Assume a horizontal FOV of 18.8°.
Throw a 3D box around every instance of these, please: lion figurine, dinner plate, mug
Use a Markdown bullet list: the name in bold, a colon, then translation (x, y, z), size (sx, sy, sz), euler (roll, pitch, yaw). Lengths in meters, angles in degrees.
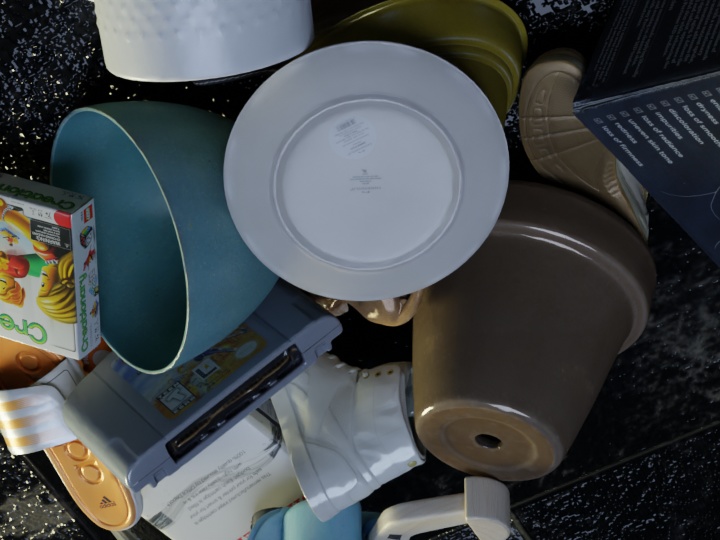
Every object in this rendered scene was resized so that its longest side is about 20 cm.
- **lion figurine**: translation (0.000, 0.000, 1.637), size (0.072, 0.200, 0.123), euler (-3, 107, -24)
- **dinner plate**: translation (0.005, -0.063, 1.499), size (0.199, 0.024, 0.201), euler (-2, 117, -3)
- **mug**: translation (-0.135, -0.235, 1.477), size (0.199, 0.148, 0.176), euler (6, 114, 32)

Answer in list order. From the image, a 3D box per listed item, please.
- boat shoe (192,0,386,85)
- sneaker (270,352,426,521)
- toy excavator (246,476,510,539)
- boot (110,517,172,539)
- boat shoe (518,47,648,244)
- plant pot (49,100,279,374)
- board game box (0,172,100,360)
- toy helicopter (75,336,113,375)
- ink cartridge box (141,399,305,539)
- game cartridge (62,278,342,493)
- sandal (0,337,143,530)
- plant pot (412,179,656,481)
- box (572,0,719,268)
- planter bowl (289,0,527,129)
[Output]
- **boat shoe**: translation (-0.032, -0.161, 1.572), size (0.199, 0.072, 0.065), euler (-16, 122, 4)
- **sneaker**: translation (-0.011, 0.090, 1.698), size (0.115, 0.200, 0.074), euler (-27, 144, 7)
- **toy excavator**: translation (0.008, 0.215, 1.690), size (0.194, 0.100, 0.200), euler (4, 152, -6)
- **boot**: translation (-0.209, 0.264, 1.898), size (0.131, 0.070, 0.200), euler (-25, 120, 23)
- **boat shoe**: translation (0.170, -0.097, 1.627), size (0.073, 0.069, 0.200), euler (-4, 135, 22)
- **plant pot**: translation (-0.123, -0.039, 1.608), size (0.134, 0.200, 0.201), euler (-18, 135, -30)
- **board game box**: translation (-0.290, -0.017, 1.637), size (0.199, 0.035, 0.127), euler (15, 123, 22)
- **toy helicopter**: translation (-0.275, 0.059, 1.731), size (0.200, 0.079, 0.132), euler (-38, 113, 24)
- **ink cartridge box**: translation (-0.130, 0.141, 1.791), size (0.145, 0.085, 0.200), euler (-35, 120, 25)
- **game cartridge**: translation (-0.125, 0.074, 1.638), size (0.200, 0.133, 0.042), euler (-38, 132, -15)
- **sandal**: translation (-0.235, 0.132, 1.695), size (0.079, 0.059, 0.207), euler (-18, 114, 27)
- **plant pot**: translation (0.111, 0.058, 1.640), size (0.199, 0.175, 0.201), euler (12, 147, 8)
- **box**: translation (0.295, -0.115, 1.530), size (0.196, 0.124, 0.200), euler (-9, 137, 47)
- **planter bowl**: translation (0.040, -0.104, 1.558), size (0.200, 0.084, 0.201), euler (-15, 149, -9)
